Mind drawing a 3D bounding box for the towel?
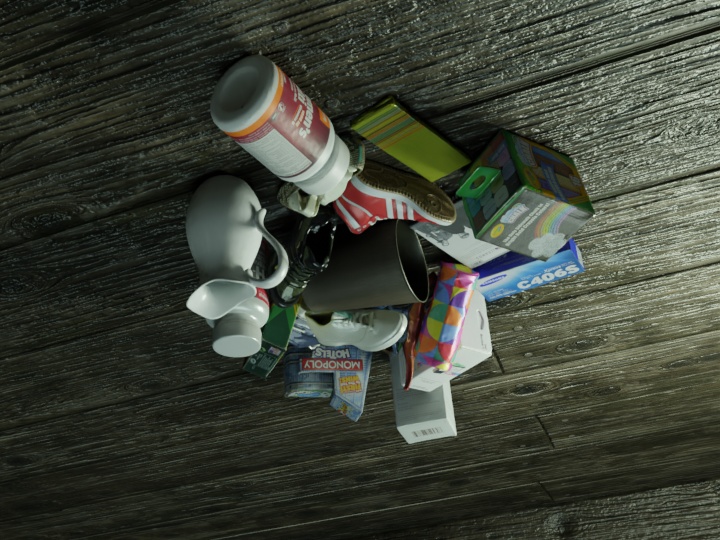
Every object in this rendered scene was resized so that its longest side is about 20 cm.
[{"bbox_3d":[0.078,-0.193,1.239,0.085,0.018,0.198,-22,147,36],"label":"towel"}]

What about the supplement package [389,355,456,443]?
[{"bbox_3d":[0.135,0.259,1.816,0.115,0.204,0.118,-12,149,13],"label":"supplement package"}]

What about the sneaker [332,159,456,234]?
[{"bbox_3d":[0.051,-0.100,1.332,0.197,0.072,0.113,20,138,-23],"label":"sneaker"}]

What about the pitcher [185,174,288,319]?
[{"bbox_3d":[-0.186,-0.047,1.259,0.168,0.204,0.121,-16,148,18],"label":"pitcher"}]

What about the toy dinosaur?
[{"bbox_3d":[0.112,0.095,1.594,0.104,0.202,0.182,-16,158,-35],"label":"toy dinosaur"}]

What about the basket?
[{"bbox_3d":[0.000,0.000,1.440,0.196,0.139,0.181,-11,149,18],"label":"basket"}]

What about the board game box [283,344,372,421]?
[{"bbox_3d":[-0.057,0.203,1.697,0.196,0.204,0.062,3,150,-13],"label":"board game box"}]

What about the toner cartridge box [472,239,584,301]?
[{"bbox_3d":[0.312,-0.006,1.555,0.197,0.044,0.095,-20,145,24],"label":"toner cartridge box"}]

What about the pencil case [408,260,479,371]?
[{"bbox_3d":[0.157,0.085,1.535,0.087,0.088,0.204,12,102,-27],"label":"pencil case"}]

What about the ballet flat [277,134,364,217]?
[{"bbox_3d":[-0.064,-0.128,1.265,0.067,0.077,0.199,19,142,-36],"label":"ballet flat"}]

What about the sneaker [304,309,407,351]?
[{"bbox_3d":[-0.014,0.096,1.504,0.196,0.076,0.089,-7,142,29],"label":"sneaker"}]

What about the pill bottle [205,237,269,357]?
[{"bbox_3d":[-0.209,0.037,1.397,0.108,0.204,0.111,-3,150,-2],"label":"pill bottle"}]

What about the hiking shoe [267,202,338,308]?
[{"bbox_3d":[-0.096,-0.019,1.345,0.074,0.101,0.203,18,109,-19],"label":"hiking shoe"}]

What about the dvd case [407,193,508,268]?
[{"bbox_3d":[0.198,-0.074,1.443,0.149,0.025,0.199,-26,144,31],"label":"dvd case"}]

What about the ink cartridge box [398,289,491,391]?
[{"bbox_3d":[0.164,0.136,1.669,0.083,0.147,0.200,15,144,-31],"label":"ink cartridge box"}]

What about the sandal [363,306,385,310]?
[{"bbox_3d":[0.011,0.062,1.578,0.198,0.080,0.087,-20,125,40],"label":"sandal"}]

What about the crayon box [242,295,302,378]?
[{"bbox_3d":[-0.149,0.076,1.494,0.050,0.203,0.127,24,143,-11],"label":"crayon box"}]

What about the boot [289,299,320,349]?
[{"bbox_3d":[-0.075,0.121,1.669,0.198,0.073,0.091,26,118,-28],"label":"boot"}]

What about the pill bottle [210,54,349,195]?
[{"bbox_3d":[-0.103,-0.190,1.122,0.108,0.112,0.199,-20,146,25],"label":"pill bottle"}]

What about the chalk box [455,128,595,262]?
[{"bbox_3d":[0.234,-0.118,1.262,0.197,0.126,0.125,17,134,-30],"label":"chalk box"}]
